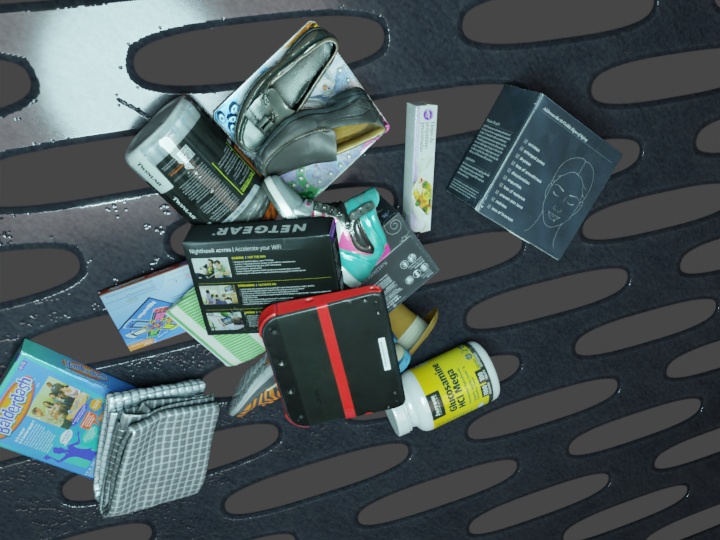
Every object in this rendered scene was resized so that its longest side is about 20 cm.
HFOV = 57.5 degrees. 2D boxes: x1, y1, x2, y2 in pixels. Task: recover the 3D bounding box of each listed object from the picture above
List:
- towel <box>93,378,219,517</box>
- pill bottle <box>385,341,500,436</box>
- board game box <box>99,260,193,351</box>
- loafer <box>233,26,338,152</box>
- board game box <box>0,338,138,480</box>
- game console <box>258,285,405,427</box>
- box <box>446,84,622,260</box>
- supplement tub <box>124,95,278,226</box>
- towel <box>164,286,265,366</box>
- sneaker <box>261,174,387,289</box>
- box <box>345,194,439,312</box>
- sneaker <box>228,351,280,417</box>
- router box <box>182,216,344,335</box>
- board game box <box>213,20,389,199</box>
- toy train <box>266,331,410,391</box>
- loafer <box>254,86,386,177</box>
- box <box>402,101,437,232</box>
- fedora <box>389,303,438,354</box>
[{"bbox_3d":[-0.313,0.276,1.012,0.163,0.085,0.204,-2,121,-40],"label":"towel"},{"bbox_3d":[0.140,0.215,1.174,0.196,0.113,0.114,-23,117,-11],"label":"pill bottle"},{"bbox_3d":[-0.274,0.044,0.979,0.196,0.020,0.105,-19,116,2],"label":"board game box"},{"bbox_3d":[-0.102,-0.245,0.895,0.071,0.063,0.201,35,96,-30],"label":"loafer"},{"bbox_3d":[-0.451,0.214,0.990,0.198,0.045,0.153,33,97,-29],"label":"board game box"},{"bbox_3d":[-0.037,0.121,0.892,0.173,0.031,0.204,-13,120,1],"label":"game console"},{"bbox_3d":[0.281,-0.159,1.070,0.197,0.124,0.199,25,102,-27],"label":"box"},{"bbox_3d":[-0.210,-0.126,0.899,0.122,0.123,0.200,-43,118,1],"label":"supplement tub"},{"bbox_3d":[-0.167,0.054,0.956,0.198,0.024,0.153,-33,117,21],"label":"towel"},{"bbox_3d":[-0.032,-0.081,0.899,0.121,0.084,0.200,-42,109,5],"label":"sneaker"},{"bbox_3d":[0.000,0.000,1.034,0.199,0.115,0.133,-40,120,1],"label":"box"},{"bbox_3d":[-0.128,0.194,1.046,0.111,0.079,0.200,31,131,-19],"label":"sneaker"},{"bbox_3d":[-0.122,0.011,0.876,0.195,0.051,0.152,-2,123,6],"label":"router box"},{"bbox_3d":[-0.080,-0.219,0.966,0.200,0.026,0.200,-43,119,-1],"label":"board game box"},{"bbox_3d":[-0.028,0.146,0.966,0.199,0.085,0.116,-41,109,6],"label":"toy train"},{"bbox_3d":[-0.054,-0.181,0.907,0.198,0.073,0.073,-35,154,-15],"label":"loafer"},{"bbox_3d":[0.093,-0.163,1.046,0.038,0.041,0.205,-7,112,-18],"label":"box"},{"bbox_3d":[0.041,0.115,1.085,0.082,0.201,0.201,44,92,1],"label":"fedora"}]
